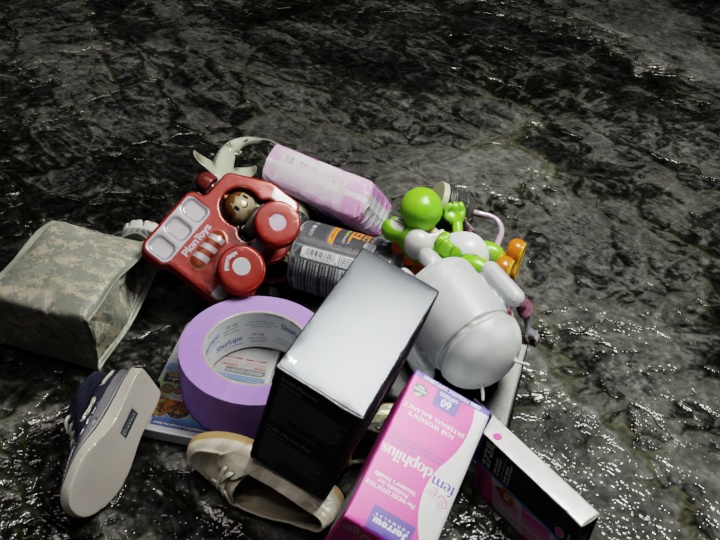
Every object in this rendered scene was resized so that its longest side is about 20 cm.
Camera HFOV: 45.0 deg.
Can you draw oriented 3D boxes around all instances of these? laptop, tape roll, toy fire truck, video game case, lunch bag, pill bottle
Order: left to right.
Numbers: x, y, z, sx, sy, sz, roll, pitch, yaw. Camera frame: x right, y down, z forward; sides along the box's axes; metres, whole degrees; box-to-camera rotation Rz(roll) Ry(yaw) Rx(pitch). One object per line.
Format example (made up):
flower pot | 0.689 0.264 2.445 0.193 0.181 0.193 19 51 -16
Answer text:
lunch bag | -0.390 0.020 1.203 0.162 0.118 0.201 13 43 10
video game case | -0.193 0.150 1.143 0.142 0.018 0.201 10 38 5
toy fire truck | -0.187 -0.054 1.226 0.167 0.112 0.201 37 70 -3
tape roll | -0.133 0.121 1.120 0.198 0.066 0.201 3 38 -2
pill bottle | 0.000 0.000 1.285 0.198 0.107 0.107 15 39 11
laptop | 0.123 0.129 1.176 0.185 0.116 0.201 13 55 11

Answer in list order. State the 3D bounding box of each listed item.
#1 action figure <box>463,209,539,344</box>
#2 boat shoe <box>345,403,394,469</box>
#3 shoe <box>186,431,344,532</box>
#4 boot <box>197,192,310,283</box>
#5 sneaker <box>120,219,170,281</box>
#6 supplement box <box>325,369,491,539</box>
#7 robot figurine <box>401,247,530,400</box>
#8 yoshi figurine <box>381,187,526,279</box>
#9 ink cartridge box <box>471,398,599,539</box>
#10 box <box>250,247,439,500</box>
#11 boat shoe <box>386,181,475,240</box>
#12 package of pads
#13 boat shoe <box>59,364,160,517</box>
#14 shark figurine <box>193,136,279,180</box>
action figure | 0.203 0.017 1.266 0.132 0.150 0.200 7 24 -7
boat shoe | -0.022 0.205 1.050 0.199 0.072 0.066 -2 34 -18
shoe | -0.116 0.242 0.992 0.198 0.071 0.053 19 31 13
boot | -0.186 -0.057 1.363 0.201 0.074 0.155 7 40 1
sneaker | -0.286 -0.021 1.307 0.198 0.074 0.088 10 37 14
supplement box | 0.053 0.229 0.960 0.101 0.104 0.201 28 54 3
robot figurine | 0.122 0.065 1.081 0.201 0.170 0.113 53 12 31
yoshi figurine | 0.124 -0.051 1.191 0.198 0.113 0.113 22 75 18
ink cartridge box | 0.182 0.247 1.001 0.037 0.095 0.200 -20 44 -28
box | -0.019 0.115 0.964 0.103 0.183 0.200 28 49 8
boat shoe | 0.098 -0.058 1.323 0.063 0.201 0.074 21 52 -22
package of pads | -0.055 -0.130 1.429 0.198 0.120 0.076 24 83 21
boat shoe | -0.318 0.201 1.034 0.092 0.075 0.201 -6 39 28
shark figurine | -0.231 -0.181 1.517 0.128 0.089 0.215 37 46 -14
